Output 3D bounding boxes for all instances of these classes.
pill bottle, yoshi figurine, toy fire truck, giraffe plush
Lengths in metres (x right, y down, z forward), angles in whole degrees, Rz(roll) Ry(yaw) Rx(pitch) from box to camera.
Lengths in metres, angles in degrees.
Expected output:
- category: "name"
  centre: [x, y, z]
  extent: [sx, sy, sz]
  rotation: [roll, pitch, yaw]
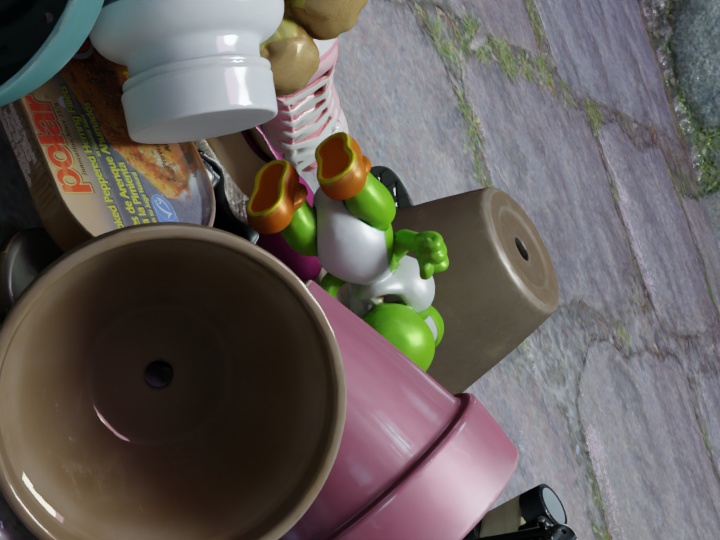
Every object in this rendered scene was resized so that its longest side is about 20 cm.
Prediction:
- category: "pill bottle"
  centre: [-0.109, -0.183, 0.884]
  extent: [0.120, 0.119, 0.201]
  rotation: [-4, 82, -66]
- category: "yoshi figurine"
  centre: [0.005, 0.009, 1.044]
  extent: [0.112, 0.112, 0.200]
  rotation: [-50, 131, -18]
- category: "toy fire truck"
  centre: [0.158, 0.320, 1.297]
  extent: [0.200, 0.129, 0.176]
  rotation: [51, 22, -16]
- category: "giraffe plush"
  centre: [-0.077, -0.212, 1.024]
  extent: [0.200, 0.173, 0.162]
  rotation: [38, 4, 9]

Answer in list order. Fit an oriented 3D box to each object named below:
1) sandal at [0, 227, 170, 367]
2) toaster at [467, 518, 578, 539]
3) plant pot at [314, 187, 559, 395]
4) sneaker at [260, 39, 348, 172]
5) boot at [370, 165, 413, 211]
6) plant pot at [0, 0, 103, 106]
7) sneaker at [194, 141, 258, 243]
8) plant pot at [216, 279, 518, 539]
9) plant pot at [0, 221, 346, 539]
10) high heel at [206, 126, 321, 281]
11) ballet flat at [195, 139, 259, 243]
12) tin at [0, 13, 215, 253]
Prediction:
- category: "sandal"
  centre: [-0.150, 0.017, 0.928]
  extent: [0.200, 0.054, 0.082]
  rotation: [23, 50, -52]
- category: "toaster"
  centre: [0.054, 0.267, 1.003]
  extent: [0.200, 0.180, 0.119]
  rotation: [-31, 101, -58]
- category: "plant pot"
  centre: [0.062, 0.022, 1.210]
  extent: [0.200, 0.174, 0.201]
  rotation: [45, 29, -34]
- category: "sneaker"
  centre: [-0.042, -0.132, 1.168]
  extent: [0.105, 0.075, 0.200]
  rotation: [62, -10, -8]
- category: "boot"
  centre: [0.045, -0.011, 1.389]
  extent: [0.131, 0.068, 0.200]
  rotation: [-61, 130, -73]
- category: "plant pot"
  centre: [-0.220, -0.170, 0.770]
  extent: [0.161, 0.200, 0.201]
  rotation: [-48, 117, -86]
- category: "sneaker"
  centre: [-0.138, -0.079, 1.006]
  extent: [0.200, 0.080, 0.074]
  rotation: [60, 28, -17]
- category: "plant pot"
  centre: [-0.026, 0.114, 0.980]
  extent: [0.179, 0.200, 0.200]
  rotation: [51, 25, -3]
- category: "plant pot"
  centre: [-0.114, 0.068, 0.852]
  extent: [0.201, 0.200, 0.093]
  rotation: [64, -7, -13]
- category: "high heel"
  centre: [-0.094, -0.078, 1.111]
  extent: [0.200, 0.067, 0.096]
  rotation: [58, 12, 9]
- category: "ballet flat"
  centre: [-0.123, -0.098, 1.067]
  extent: [0.200, 0.046, 0.067]
  rotation: [65, -6, -17]
- category: "tin"
  centre: [-0.163, -0.085, 0.914]
  extent: [0.112, 0.042, 0.200]
  rotation: [-7, 67, -47]
